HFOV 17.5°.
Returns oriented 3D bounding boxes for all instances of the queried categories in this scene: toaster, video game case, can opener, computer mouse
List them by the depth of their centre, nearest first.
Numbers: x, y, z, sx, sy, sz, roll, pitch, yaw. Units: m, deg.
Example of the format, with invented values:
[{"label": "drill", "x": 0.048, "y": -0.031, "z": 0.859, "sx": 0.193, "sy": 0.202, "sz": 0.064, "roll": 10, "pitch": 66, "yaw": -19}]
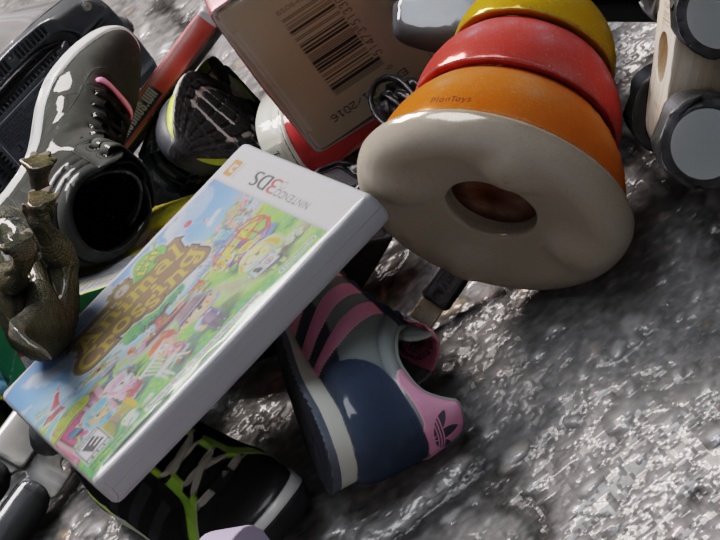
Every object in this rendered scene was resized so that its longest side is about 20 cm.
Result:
[{"label": "video game case", "x": -0.092, "y": 0.021, "z": 1.234, "sx": 0.200, "sy": 0.022, "sz": 0.182, "roll": -47, "pitch": 24, "yaw": -8}, {"label": "can opener", "x": 0.118, "y": -0.147, "z": 1.314, "sx": 0.199, "sy": 0.053, "sz": 0.067, "roll": 2, "pitch": 68, "yaw": 4}, {"label": "computer mouse", "x": 0.000, "y": 0.000, "z": 1.323, "sx": 0.200, "sy": 0.046, "sz": 0.140, "roll": -48, "pitch": 53, "yaw": 9}, {"label": "can opener", "x": -0.208, "y": 0.127, "z": 1.353, "sx": 0.053, "sy": 0.067, "sz": 0.200, "roll": 28, "pitch": 63, "yaw": 12}, {"label": "video game case", "x": -0.143, "y": -0.107, "z": 1.562, "sx": 0.200, "sy": 0.017, "sz": 0.143, "roll": -52, "pitch": 4, "yaw": 18}, {"label": "toaster", "x": -0.250, "y": -0.113, "z": 1.712, "sx": 0.200, "sy": 0.114, "sz": 0.129, "roll": -50, "pitch": 26, "yaw": -17}]

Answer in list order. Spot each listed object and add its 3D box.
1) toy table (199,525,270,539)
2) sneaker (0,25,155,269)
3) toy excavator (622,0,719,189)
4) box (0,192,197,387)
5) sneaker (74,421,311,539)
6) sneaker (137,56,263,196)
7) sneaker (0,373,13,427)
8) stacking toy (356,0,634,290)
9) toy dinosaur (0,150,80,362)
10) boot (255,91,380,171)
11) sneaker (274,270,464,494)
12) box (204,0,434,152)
[{"label": "toy table", "x": -0.098, "y": 0.206, "z": 1.019, "sx": 0.117, "sy": 0.184, "sz": 0.200, "roll": -12, "pitch": 26, "yaw": 12}, {"label": "sneaker", "x": -0.154, "y": -0.071, "z": 1.411, "sx": 0.099, "sy": 0.071, "sz": 0.200, "roll": -8, "pitch": 47, "yaw": 40}, {"label": "toy excavator", "x": 0.244, "y": -0.133, "z": 1.169, "sx": 0.199, "sy": 0.195, "sz": 0.100, "roll": 4, "pitch": 14, "yaw": -7}, {"label": "box", "x": -0.131, "y": -0.002, "z": 1.429, "sx": 0.117, "sy": 0.048, "sz": 0.200, "roll": -17, "pitch": 18, "yaw": 35}, {"label": "sneaker", "x": -0.108, "y": 0.107, "z": 1.249, "sx": 0.200, "sy": 0.083, "sz": 0.072, "roll": 7, "pitch": 52, "yaw": 53}, {"label": "sneaker", "x": -0.105, "y": -0.082, "z": 1.519, "sx": 0.081, "sy": 0.074, "sz": 0.200, "roll": -48, "pitch": 3, "yaw": 10}, {"label": "sneaker", "x": -0.264, "y": 0.079, "z": 1.484, "sx": 0.200, "sy": 0.079, "sz": 0.131, "roll": -37, "pitch": 43, "yaw": 51}, {"label": "stacking toy", "x": 0.092, "y": -0.103, "z": 1.227, "sx": 0.146, "sy": 0.146, "sz": 0.201, "roll": -9, "pitch": 51, "yaw": 42}, {"label": "toy dinosaur", "x": -0.181, "y": 0.003, "z": 1.279, "sx": 0.077, "sy": 0.103, "sz": 0.200, "roll": -24, "pitch": 38, "yaw": -20}, {"label": "boot", "x": 0.011, "y": -0.149, "z": 1.508, "sx": 0.144, "sy": 0.072, "sz": 0.200, "roll": -24, "pitch": 36, "yaw": 20}, {"label": "sneaker", "x": -0.003, "y": 0.038, "z": 1.241, "sx": 0.082, "sy": 0.070, "sz": 0.200, "roll": -14, "pitch": 42, "yaw": -6}, {"label": "box", "x": -0.036, "y": -0.190, "z": 1.429, "sx": 0.109, "sy": 0.128, "sz": 0.200, "roll": -33, "pitch": 37, "yaw": 8}]
